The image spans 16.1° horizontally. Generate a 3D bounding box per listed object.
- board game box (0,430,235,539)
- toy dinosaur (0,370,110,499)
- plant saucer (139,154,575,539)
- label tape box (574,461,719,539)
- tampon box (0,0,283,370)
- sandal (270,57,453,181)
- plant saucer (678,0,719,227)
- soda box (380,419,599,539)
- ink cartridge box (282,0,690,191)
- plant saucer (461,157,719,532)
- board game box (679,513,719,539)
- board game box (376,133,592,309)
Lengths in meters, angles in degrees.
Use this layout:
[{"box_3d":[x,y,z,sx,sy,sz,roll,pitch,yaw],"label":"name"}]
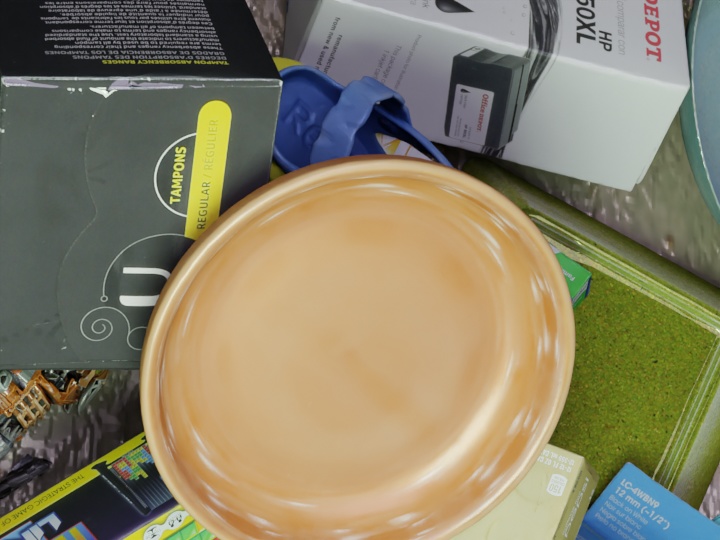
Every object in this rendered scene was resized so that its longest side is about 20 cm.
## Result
[{"box_3d":[-0.139,0.184,1.199,0.200,0.165,0.057,-31,45,-19],"label":"board game box"},{"box_3d":[-0.221,0.062,1.247,0.200,0.102,0.136,-32,104,-41],"label":"toy dinosaur"},{"box_3d":[-0.003,0.039,1.134,0.200,0.037,0.201,-7,115,-15],"label":"plant saucer"},{"box_3d":[0.120,0.193,1.235,0.143,0.066,0.200,36,75,26],"label":"label tape box"},{"box_3d":[-0.121,-0.068,1.184,0.126,0.200,0.150,0,121,-15],"label":"tampon box"},{"box_3d":[0.024,-0.029,1.231,0.200,0.087,0.080,38,70,-21],"label":"sandal"},{"box_3d":[0.221,-0.085,1.389,0.201,0.039,0.201,12,75,-50],"label":"plant saucer"},{"box_3d":[0.009,0.090,1.226,0.200,0.064,0.068,20,83,16],"label":"soda box"},{"box_3d":[0.066,-0.140,1.345,0.200,0.084,0.145,13,46,-12],"label":"ink cartridge box"},{"box_3d":[0.111,0.061,1.353,0.200,0.048,0.200,29,71,-7],"label":"plant saucer"},{"box_3d":[0.148,0.234,1.272,0.200,0.047,0.151,-31,61,-7],"label":"board game box"},{"box_3d":[0.000,0.000,1.314,0.200,0.034,0.135,35,74,13],"label":"board game box"}]
